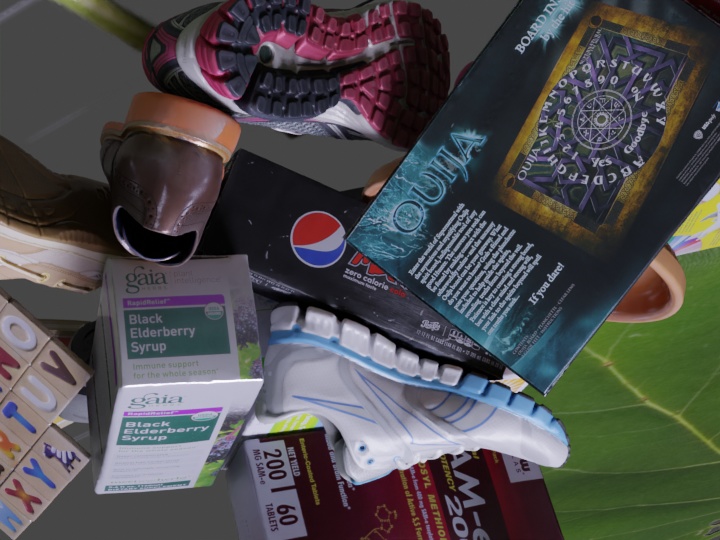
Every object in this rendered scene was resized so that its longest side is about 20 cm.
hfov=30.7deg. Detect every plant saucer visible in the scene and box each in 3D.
[{"bbox_3d":[0.099,-0.024,0.787,0.200,0.037,0.200,19,166,5],"label":"plant saucer"}]

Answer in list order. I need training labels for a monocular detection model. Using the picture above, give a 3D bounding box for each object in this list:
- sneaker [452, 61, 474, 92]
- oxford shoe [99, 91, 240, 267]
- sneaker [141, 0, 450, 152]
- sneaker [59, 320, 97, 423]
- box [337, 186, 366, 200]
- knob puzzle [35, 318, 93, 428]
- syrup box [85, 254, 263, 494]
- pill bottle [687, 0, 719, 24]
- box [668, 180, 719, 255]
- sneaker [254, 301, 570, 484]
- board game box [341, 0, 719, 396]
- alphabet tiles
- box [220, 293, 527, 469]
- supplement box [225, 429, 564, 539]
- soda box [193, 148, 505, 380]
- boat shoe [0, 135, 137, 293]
[{"bbox_3d":[0.145,-0.091,0.818,0.200,0.081,0.088,-3,154,-12],"label":"sneaker"},{"bbox_3d":[-0.113,-0.040,0.705,0.071,0.073,0.200,16,171,-9],"label":"oxford shoe"},{"bbox_3d":[-0.023,-0.110,0.696,0.075,0.081,0.200,5,179,41],"label":"sneaker"},{"bbox_3d":[-0.134,0.083,0.968,0.200,0.074,0.079,10,134,-37],"label":"sneaker"},{"bbox_3d":[-0.006,-0.007,0.920,0.200,0.038,0.137,-11,152,-11],"label":"box"},{"bbox_3d":[-0.269,0.092,0.963,0.220,0.030,0.220,-13,152,-7],"label":"knob puzzle"},{"bbox_3d":[-0.117,0.067,0.787,0.079,0.081,0.200,-2,156,-17],"label":"syrup box"},{"bbox_3d":[0.214,-0.173,0.656,0.112,0.112,0.200,-16,152,-2],"label":"pill bottle"},{"bbox_3d":[0.244,-0.056,0.962,0.200,0.048,0.117,-13,153,-13],"label":"box"},{"bbox_3d":[0.028,0.093,0.786,0.200,0.087,0.075,21,167,-8],"label":"sneaker"},{"bbox_3d":[0.102,-0.055,0.668,0.200,0.135,0.028,-53,175,11],"label":"board game box"},{"bbox_3d":[-0.250,0.081,0.849,0.200,0.167,0.008,-44,-175,42],"label":"alphabet tiles"},{"bbox_3d":[0.002,0.057,0.889,0.200,0.101,0.113,-4,151,-24],"label":"box"},{"bbox_3d":[0.023,0.158,0.859,0.200,0.109,0.061,-5,152,-23],"label":"supplement box"},{"bbox_3d":[0.000,0.000,0.797,0.200,0.071,0.063,23,167,-12],"label":"soda box"},{"bbox_3d":[-0.198,-0.025,0.740,0.069,0.074,0.200,-35,149,20],"label":"boat shoe"}]
